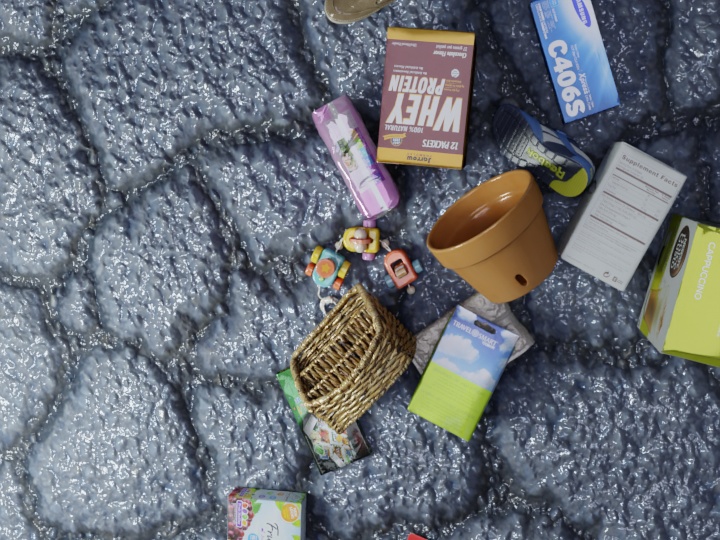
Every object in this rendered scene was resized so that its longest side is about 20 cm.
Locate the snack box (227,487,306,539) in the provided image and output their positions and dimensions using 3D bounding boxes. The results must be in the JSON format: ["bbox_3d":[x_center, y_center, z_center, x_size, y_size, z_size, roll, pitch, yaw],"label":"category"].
[{"bbox_3d":[-0.172,0.509,1.594,0.139,0.053,0.204,2,98,7],"label":"snack box"}]

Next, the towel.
[{"bbox_3d":[0.183,0.126,1.494,0.199,0.034,0.133,-36,92,12],"label":"towel"}]

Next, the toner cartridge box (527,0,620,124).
[{"bbox_3d":[0.343,-0.348,1.397,0.094,0.043,0.203,-18,95,10],"label":"toner cartridge box"}]

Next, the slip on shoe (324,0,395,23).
[{"bbox_3d":[0.029,-0.466,1.421,0.197,0.061,0.077,-17,95,11],"label":"slip on shoe"}]

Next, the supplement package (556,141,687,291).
[{"bbox_3d":[0.411,-0.090,1.385,0.116,0.117,0.202,28,101,4],"label":"supplement package"}]

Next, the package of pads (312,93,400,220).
[{"bbox_3d":[-0.004,-0.181,1.431,0.075,0.121,0.202,-28,90,0],"label":"package of pads"}]

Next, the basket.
[{"bbox_3d":[-0.022,0.150,1.445,0.149,0.143,0.200,43,106,-4],"label":"basket"}]

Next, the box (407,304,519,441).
[{"bbox_3d":[0.173,0.169,1.460,0.120,0.048,0.203,26,101,5],"label":"box"}]

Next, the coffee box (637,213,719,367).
[{"bbox_3d":[0.565,0.036,1.337,0.197,0.198,0.203,14,100,7],"label":"coffee box"}]

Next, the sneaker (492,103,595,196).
[{"bbox_3d":[0.299,-0.198,1.416,0.200,0.082,0.074,45,131,18],"label":"sneaker"}]

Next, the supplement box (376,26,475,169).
[{"bbox_3d":[0.108,-0.266,1.366,0.130,0.200,0.201,6,99,8],"label":"supplement box"}]

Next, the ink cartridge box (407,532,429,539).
[{"bbox_3d":[0.101,0.590,1.554,0.114,0.067,0.203,21,101,6],"label":"ink cartridge box"}]

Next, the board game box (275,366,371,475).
[{"bbox_3d":[-0.065,0.256,1.557,0.103,0.023,0.203,-22,94,12],"label":"board game box"}]

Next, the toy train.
[{"bbox_3d":[0.000,0.000,1.494,0.197,0.056,0.152,-24,93,11],"label":"toy train"}]

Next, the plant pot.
[{"bbox_3d":[0.225,-0.045,1.394,0.199,0.201,0.141,-35,108,12],"label":"plant pot"}]
